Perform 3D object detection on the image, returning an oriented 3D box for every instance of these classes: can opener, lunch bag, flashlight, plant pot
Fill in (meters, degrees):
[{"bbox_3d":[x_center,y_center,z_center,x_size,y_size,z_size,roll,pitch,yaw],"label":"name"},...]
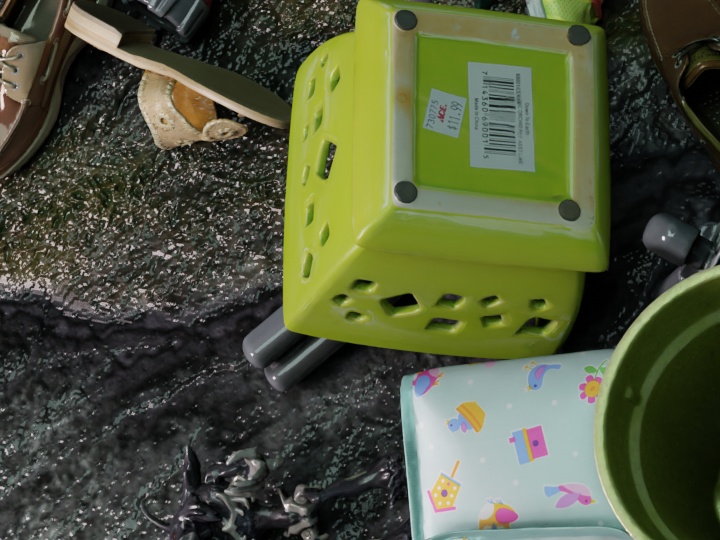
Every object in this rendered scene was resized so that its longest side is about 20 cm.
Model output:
[{"bbox_3d":[0.000,0.000,1.776,0.200,0.053,0.067,-40,30,4],"label":"can opener"},{"bbox_3d":[0.120,0.161,1.621,0.169,0.122,0.201,-6,76,19],"label":"lunch bag"},{"bbox_3d":[-0.103,-0.272,1.899,0.068,0.068,0.201,33,84,2],"label":"flashlight"},{"bbox_3d":[0.065,-0.067,1.648,0.198,0.182,0.201,6,69,-13],"label":"plant pot"},{"bbox_3d":[0.213,-0.011,1.603,0.066,0.200,0.053,28,82,6],"label":"can opener"},{"bbox_3d":[0.262,0.116,1.544,0.199,0.184,0.202,-7,69,19],"label":"plant pot"}]

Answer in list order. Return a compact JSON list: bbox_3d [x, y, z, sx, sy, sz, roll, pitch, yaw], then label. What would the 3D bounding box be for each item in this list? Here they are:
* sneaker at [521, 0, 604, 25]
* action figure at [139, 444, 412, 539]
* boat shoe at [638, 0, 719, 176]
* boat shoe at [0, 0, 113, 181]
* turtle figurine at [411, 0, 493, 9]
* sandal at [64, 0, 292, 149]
[{"bbox_3d":[0.157,-0.224,1.773,0.090,0.078,0.201,-9,70,11],"label":"sneaker"},{"bbox_3d":[-0.063,0.173,1.695,0.199,0.102,0.120,-9,95,14],"label":"action figure"},{"bbox_3d":[0.245,-0.135,1.708,0.072,0.068,0.201,-32,62,9],"label":"boat shoe"},{"bbox_3d":[-0.263,-0.163,1.917,0.075,0.072,0.201,19,79,26],"label":"boat shoe"},{"bbox_3d":[0.016,-0.262,1.834,0.149,0.101,0.200,-38,68,5],"label":"turtle figurine"},{"bbox_3d":[-0.141,-0.127,1.866,0.211,0.078,0.070,30,108,24],"label":"sandal"}]
